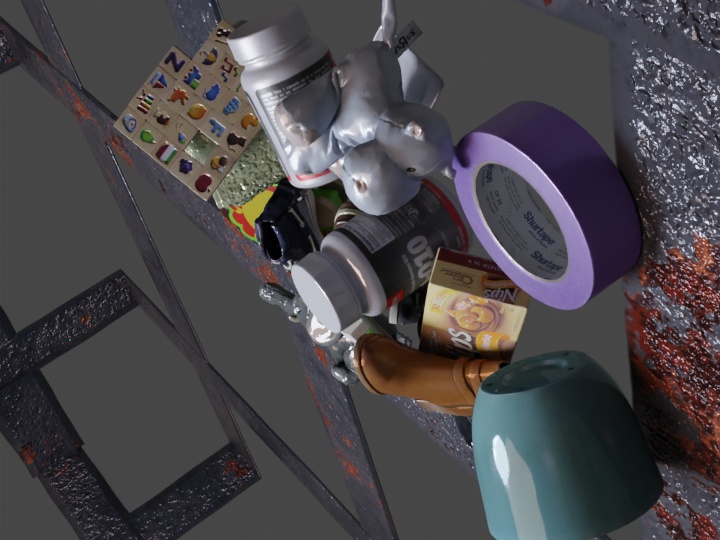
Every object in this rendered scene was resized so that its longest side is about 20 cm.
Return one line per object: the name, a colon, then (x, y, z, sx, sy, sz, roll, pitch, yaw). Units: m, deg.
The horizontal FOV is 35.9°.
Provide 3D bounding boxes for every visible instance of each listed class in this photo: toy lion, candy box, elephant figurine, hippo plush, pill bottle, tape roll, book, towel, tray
toy lion: (-0.098, -0.066, 1.622, 0.191, 0.069, 0.200, 4, 135, 25)
candy box: (0.135, 0.056, 1.324, 0.115, 0.055, 0.200, 16, 152, 7)
elephant figurine: (-0.043, 0.071, 1.733, 0.200, 0.155, 0.142, 51, -175, -11)
hippo plush: (0.031, -0.136, 1.125, 0.161, 0.200, 0.159, 49, -175, 29)
pill bottle: (0.026, -0.018, 1.323, 0.114, 0.200, 0.114, 48, 160, 23)
tape roll: (0.178, -0.062, 1.086, 0.200, 0.066, 0.200, 49, 160, 24)
book: (0.023, 0.099, 1.454, 0.200, 0.048, 0.134, 43, 179, -38)
towel: (-0.134, -0.184, 1.465, 0.149, 0.200, 0.036, 58, -175, -9)
tray: (0.027, -0.167, 1.248, 0.107, 0.022, 0.200, 49, 135, 23)
pill bottle: (-0.075, -0.213, 1.360, 0.114, 0.114, 0.200, 21, 141, 59)

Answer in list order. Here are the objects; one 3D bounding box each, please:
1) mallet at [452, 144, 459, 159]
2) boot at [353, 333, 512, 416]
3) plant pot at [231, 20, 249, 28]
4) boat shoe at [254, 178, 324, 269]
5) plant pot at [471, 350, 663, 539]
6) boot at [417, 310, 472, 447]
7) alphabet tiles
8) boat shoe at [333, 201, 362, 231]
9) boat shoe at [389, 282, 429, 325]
mallet: (0.076, -0.132, 1.281, 0.200, 0.066, 0.041, -10, 115, 54)
boot: (0.101, 0.121, 1.330, 0.154, 0.074, 0.200, -6, 156, 43)
plant pot: (-0.191, -0.224, 1.564, 0.200, 0.173, 0.200, 48, 160, 25)
boat shoe: (-0.096, -0.026, 1.542, 0.074, 0.093, 0.200, 12, 138, 29)
plant pot: (0.213, 0.184, 1.224, 0.200, 0.200, 0.161, 1, 112, 68)
boot: (0.144, 0.157, 1.514, 0.200, 0.076, 0.168, 43, 155, 17)
alphabet tiles: (-0.201, -0.219, 1.444, 0.167, 0.200, 0.008, 39, -177, 12)
boat shoe: (-0.006, -0.001, 1.453, 0.074, 0.075, 0.203, 6, 146, 19)
boat shoe: (0.079, 0.011, 1.499, 0.063, 0.073, 0.200, 10, 146, 1)
